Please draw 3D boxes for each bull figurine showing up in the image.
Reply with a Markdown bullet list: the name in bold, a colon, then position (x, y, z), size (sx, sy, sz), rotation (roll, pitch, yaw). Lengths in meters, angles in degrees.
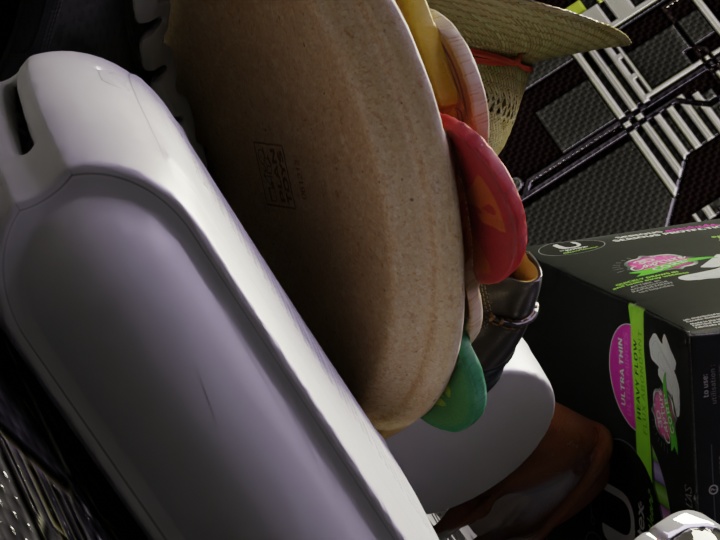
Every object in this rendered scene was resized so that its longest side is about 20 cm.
- **bull figurine**: position (0.038, 0.084, 1.054), size (0.065, 0.121, 0.200), rotation (53, -15, -21)

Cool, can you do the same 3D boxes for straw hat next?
- **straw hat**: position (0.042, -0.096, 1.169), size (0.201, 0.199, 0.086), rotation (-90, -167, -88)

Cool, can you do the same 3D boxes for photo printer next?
- **photo printer**: position (-0.050, 0.028, 0.678), size (0.201, 0.069, 0.166), rotation (57, 0, -18)

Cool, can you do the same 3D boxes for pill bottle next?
- **pill bottle**: position (0.000, 0.000, 0.984), size (0.201, 0.119, 0.120), rotation (59, 2, 35)

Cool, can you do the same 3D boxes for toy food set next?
- **toy food set**: position (-0.009, -0.037, 0.781), size (0.198, 0.048, 0.202), rotation (-25, -97, 65)

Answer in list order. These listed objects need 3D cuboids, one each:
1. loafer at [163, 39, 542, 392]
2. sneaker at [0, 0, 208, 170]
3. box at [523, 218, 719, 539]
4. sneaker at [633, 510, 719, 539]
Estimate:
- **loafer**: position (0.000, -0.045, 0.881), size (0.200, 0.073, 0.072), rotation (49, -45, 11)
- **sneaker**: position (-0.104, -0.057, 0.799), size (0.066, 0.090, 0.202), rotation (34, -45, 53)
- **box**: position (0.161, 0.068, 1.033), size (0.200, 0.123, 0.150), rotation (-148, -128, -69)
- **sneaker**: position (0.100, 0.168, 0.779), size (0.081, 0.200, 0.077), rotation (20, -44, 20)
